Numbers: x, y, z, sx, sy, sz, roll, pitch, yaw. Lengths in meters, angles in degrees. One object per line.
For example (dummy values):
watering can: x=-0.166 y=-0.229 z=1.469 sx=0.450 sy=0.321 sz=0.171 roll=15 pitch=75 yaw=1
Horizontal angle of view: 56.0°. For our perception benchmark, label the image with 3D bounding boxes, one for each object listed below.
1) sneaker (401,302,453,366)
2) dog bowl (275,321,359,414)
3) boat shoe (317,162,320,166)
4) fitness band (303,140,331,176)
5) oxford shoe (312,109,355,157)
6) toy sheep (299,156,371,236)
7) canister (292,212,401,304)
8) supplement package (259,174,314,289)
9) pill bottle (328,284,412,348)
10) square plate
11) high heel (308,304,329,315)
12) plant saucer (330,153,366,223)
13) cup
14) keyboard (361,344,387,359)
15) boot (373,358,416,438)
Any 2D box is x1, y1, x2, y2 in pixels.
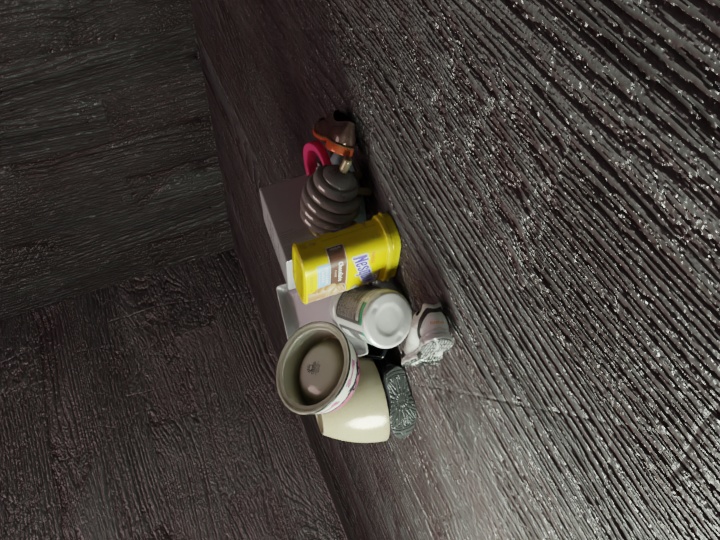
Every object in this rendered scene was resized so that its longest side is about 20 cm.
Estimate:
sneaker: x=0.118 y=0.119 z=1.217 sx=0.201 sy=0.072 sz=0.082 roll=118 pitch=147 yaw=-63
dog bowl: x=-0.086 y=0.218 z=1.469 sx=0.073 sy=0.199 sz=0.202 roll=33 pitch=-159 yaw=-50
boat shoe: x=-0.117 y=-0.215 z=1.718 sx=0.061 sy=0.074 sz=0.199 roll=31 pitch=162 yaw=-12
fitness band: x=-0.086 y=-0.183 z=1.501 sx=0.143 sy=0.037 sz=0.205 roll=-147 pitch=43 yaw=-67
oxford shoe: x=-0.046 y=-0.289 z=1.378 sx=0.074 sy=0.070 sz=0.200 roll=-70 pitch=25 yaw=18
toy sheep: x=-0.055 y=-0.146 z=1.360 sx=0.139 sy=0.135 sz=0.203 roll=59 pitch=139 yaw=39
canister: x=-0.030 y=-0.020 z=1.316 sx=0.150 sy=0.195 sz=0.088 roll=96 pitch=152 yaw=-56
supplement package: x=-0.137 y=-0.086 z=1.500 sx=0.121 sy=0.118 sz=0.203 roll=95 pitch=155 yaw=-60
pill bottle: x=0.014 y=0.087 z=1.394 sx=0.199 sy=0.111 sz=0.116 roll=12 pitch=119 yaw=63
square plate: x=-0.086 y=0.111 z=1.554 sx=0.028 sy=0.196 sz=0.204 roll=-6 pitch=-98 yaw=-67
high heel: x=-0.029 y=0.040 z=1.630 sx=0.072 sy=0.139 sz=0.203 roll=78 pitch=-153 yaw=-46
plant saucer: x=-0.041 y=-0.165 z=1.504 sx=0.201 sy=0.038 sz=0.206 roll=162 pitch=91 yaw=-75
cup: x=-0.031 y=0.304 z=1.545 sx=0.200 sy=0.140 sz=0.206 roll=168 pitch=90 yaw=-76
keyboard: x=0.021 y=0.150 z=1.559 sx=0.198 sy=0.039 sz=0.107 roll=0 pitch=71 yaw=58
boot: x=0.057 y=0.276 z=1.572 sx=0.199 sy=0.064 sz=0.170 roll=-163 pitch=65 yaw=-69
